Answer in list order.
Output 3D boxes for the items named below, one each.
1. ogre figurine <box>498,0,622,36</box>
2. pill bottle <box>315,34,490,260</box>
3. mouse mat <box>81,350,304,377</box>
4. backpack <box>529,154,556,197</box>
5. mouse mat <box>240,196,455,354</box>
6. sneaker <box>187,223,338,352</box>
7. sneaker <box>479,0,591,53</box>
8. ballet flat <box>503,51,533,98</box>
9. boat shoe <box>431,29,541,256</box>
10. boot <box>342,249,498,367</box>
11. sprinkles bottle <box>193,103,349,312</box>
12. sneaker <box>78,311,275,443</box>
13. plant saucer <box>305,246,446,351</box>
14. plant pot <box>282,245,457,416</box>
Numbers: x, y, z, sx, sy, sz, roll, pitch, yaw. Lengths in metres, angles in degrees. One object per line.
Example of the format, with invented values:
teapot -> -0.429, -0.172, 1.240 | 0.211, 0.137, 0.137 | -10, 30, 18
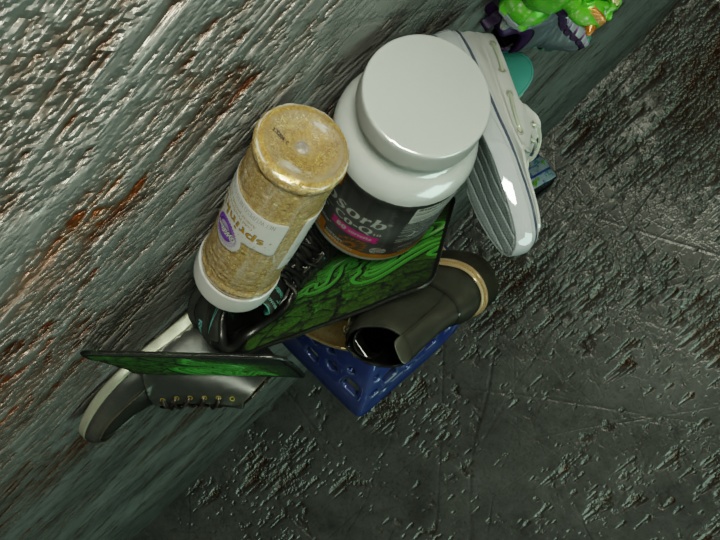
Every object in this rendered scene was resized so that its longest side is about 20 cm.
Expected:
ogre figurine -> 0.158, -0.240, 0.698 | 0.120, 0.098, 0.199 | -55, -153, -12
pill bottle -> 0.027, -0.091, 0.753 | 0.116, 0.117, 0.200 | -41, 174, -20
mouse mat -> -0.133, 0.081, 0.818 | 0.159, 0.008, 0.200 | 1, 171, 2
backpack -> 0.443, -0.238, 2.635 | 0.198, 0.155, 0.163 | -16, 162, -23
mouse mat -> -0.010, 0.002, 0.868 | 0.198, 0.008, 0.161 | -21, -156, 24
sneaker -> -0.065, -0.001, 0.862 | 0.200, 0.075, 0.079 | -44, -150, 2
sneaker -> 0.164, -0.240, 0.922 | 0.087, 0.075, 0.200 | -31, 168, 16
ballet flat -> 0.083, -0.160, 0.959 | 0.199, 0.070, 0.071 | -37, -169, -20
boat shoe -> 0.114, -0.111, 0.768 | 0.066, 0.202, 0.074 | -13, 164, -15
boot -> 0.005, 0.036, 0.855 | 0.199, 0.078, 0.138 | -11, -162, 46
sprinkles bottle -> -0.070, -0.039, 0.702 | 0.068, 0.068, 0.200 | -39, 173, -33
sneaker -> -0.178, 0.121, 0.951 | 0.200, 0.106, 0.075 | -42, 175, -5
plant saucer -> 0.000, 0.000, 0.991 | 0.200, 0.199, 0.036 | -46, -161, 35
plant pot -> 0.011, 0.029, 1.193 | 0.200, 0.200, 0.180 | -40, 167, -24
